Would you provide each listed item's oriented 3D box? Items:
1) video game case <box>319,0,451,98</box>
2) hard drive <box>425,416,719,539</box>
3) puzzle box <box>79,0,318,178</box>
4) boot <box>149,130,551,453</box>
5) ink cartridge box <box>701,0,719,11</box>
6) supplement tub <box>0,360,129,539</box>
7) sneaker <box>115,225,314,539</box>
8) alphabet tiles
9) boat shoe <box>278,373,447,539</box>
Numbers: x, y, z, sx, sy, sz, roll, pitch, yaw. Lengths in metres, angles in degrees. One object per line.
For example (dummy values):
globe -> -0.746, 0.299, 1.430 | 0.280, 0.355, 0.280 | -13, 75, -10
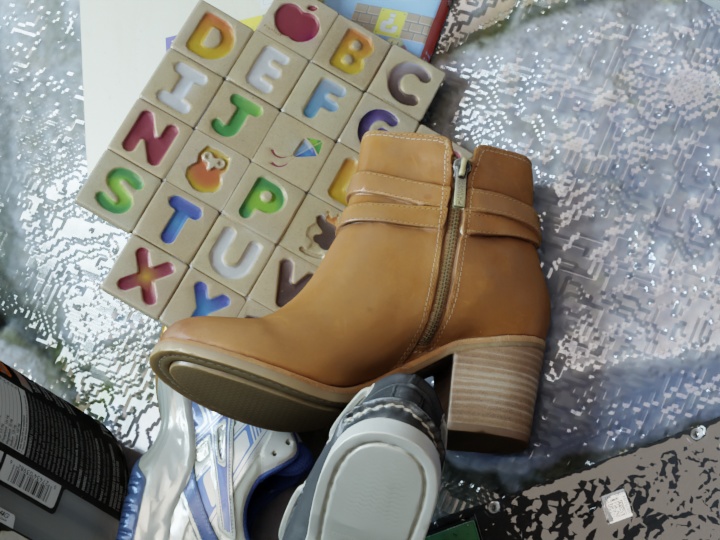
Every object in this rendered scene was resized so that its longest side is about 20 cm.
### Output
video game case -> -0.002, -0.199, 1.166 | 0.143, 0.017, 0.200 | 15, 77, 24
hard drive -> 0.125, 0.159, 0.975 | 0.200, 0.038, 0.140 | -22, 65, 10
puzzle box -> -0.091, -0.143, 1.152 | 0.133, 0.025, 0.200 | -11, 68, 15
boot -> 0.000, 0.000, 1.019 | 0.200, 0.077, 0.155 | 7, 71, -11
ink cartridge box -> 0.222, -0.165, 1.001 | 0.200, 0.144, 0.084 | 35, 83, 27
supplement tub -> -0.217, 0.090, 1.020 | 0.122, 0.200, 0.123 | -22, 50, 29
sneaker -> -0.063, 0.075, 1.066 | 0.088, 0.075, 0.200 | 8, 77, 6
alphabet tiles -> -0.042, -0.048, 1.071 | 0.166, 0.006, 0.200 | 30, 67, -1
boat shoe -> -0.008, 0.135, 0.984 | 0.074, 0.200, 0.060 | 18, 33, 2
